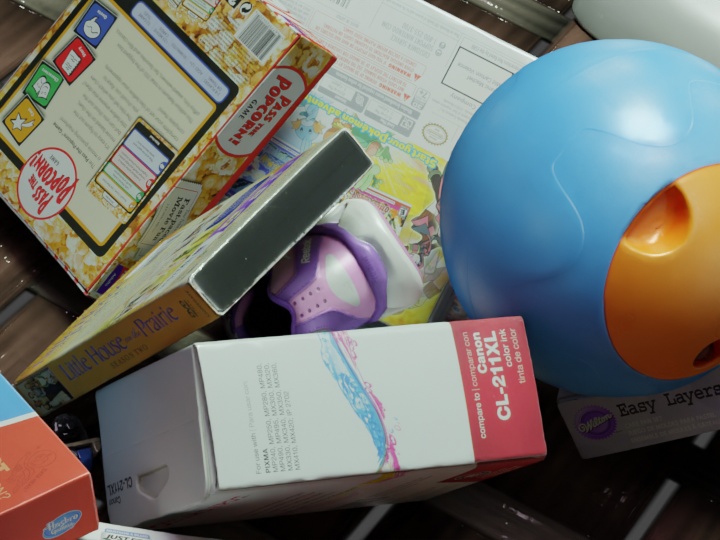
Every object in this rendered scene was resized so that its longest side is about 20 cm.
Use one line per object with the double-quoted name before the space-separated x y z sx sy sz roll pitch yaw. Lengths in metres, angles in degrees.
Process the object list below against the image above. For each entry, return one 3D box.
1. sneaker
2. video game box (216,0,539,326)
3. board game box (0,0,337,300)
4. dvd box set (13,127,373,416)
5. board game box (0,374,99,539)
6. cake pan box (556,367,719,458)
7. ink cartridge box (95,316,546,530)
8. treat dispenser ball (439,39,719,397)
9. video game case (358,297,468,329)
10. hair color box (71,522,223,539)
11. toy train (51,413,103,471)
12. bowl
"sneaker" -0.046 0.018 1.687 0.088 0.200 0.081 -37 96 -24
"video game box" -0.004 -0.081 1.792 0.200 0.182 0.047 28 1 13
"board game box" -0.131 -0.100 1.779 0.152 0.200 0.046 46 10 32
"dvd box set" -0.093 0.003 1.630 0.029 0.200 0.146 51 52 -8
"board game box" -0.257 0.117 1.519 0.200 0.040 0.153 -25 43 -24
"cake pan box" 0.219 0.026 1.788 0.200 0.052 0.184 -15 25 20
"ink cartridge box" -0.024 0.083 1.610 0.200 0.146 0.083 -4 79 -28
"treat dispenser ball" 0.144 -0.029 1.672 0.200 0.201 0.201 11 37 -9
"video game case" 0.000 0.000 1.847 0.143 0.018 0.200 -21 52 -41
"hair color box" -0.127 0.215 1.486 0.111 0.064 0.200 10 39 -7
"toy train" -0.119 0.097 1.665 0.200 0.034 0.046 -10 66 -32
"bowl" 0.279 -0.194 2.161 0.200 0.075 0.200 38 42 22
